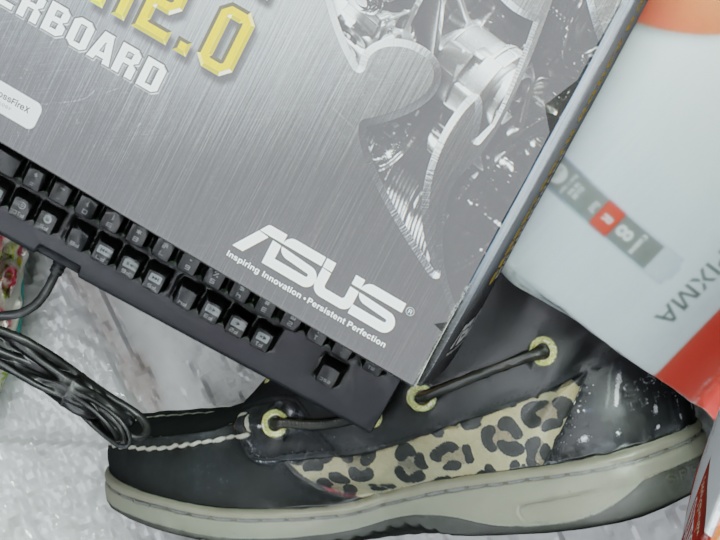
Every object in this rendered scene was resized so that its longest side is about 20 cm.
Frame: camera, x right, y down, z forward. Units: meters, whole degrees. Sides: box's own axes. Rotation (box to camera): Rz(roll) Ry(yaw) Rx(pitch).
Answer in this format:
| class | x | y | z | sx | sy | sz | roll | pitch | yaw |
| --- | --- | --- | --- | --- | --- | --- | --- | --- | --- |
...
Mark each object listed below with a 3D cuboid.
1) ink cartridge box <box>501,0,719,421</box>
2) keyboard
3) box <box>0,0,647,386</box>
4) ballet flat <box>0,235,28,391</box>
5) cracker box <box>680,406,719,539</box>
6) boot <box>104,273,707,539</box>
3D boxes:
| class | x | y | z | sx | sy | sz | roll | pitch | yaw |
| --- | --- | --- | --- | --- | --- | --- | --- | --- | --- |
| ink cartridge box | 0.111 | -0.040 | 0.722 | 0.200 | 0.050 | 0.162 | 46 | 105 | 9 |
| keyboard | -0.080 | -0.011 | 0.788 | 0.200 | 0.021 | 0.127 | 29 | 118 | 0 |
| box | -0.029 | -0.089 | 0.706 | 0.200 | 0.048 | 0.159 | 31 | 106 | 8 |
| ballet flat | -0.141 | -0.026 | 0.923 | 0.076 | 0.064 | 0.200 | 28 | 121 | 23 |
| cracker box | 0.130 | -0.009 | 0.646 | 0.058 | 0.134 | 0.200 | 20 | 107 | 5 |
| boot | 0.002 | 0.000 | 0.837 | 0.203 | 0.073 | 0.154 | -4 | 100 | 34 |
